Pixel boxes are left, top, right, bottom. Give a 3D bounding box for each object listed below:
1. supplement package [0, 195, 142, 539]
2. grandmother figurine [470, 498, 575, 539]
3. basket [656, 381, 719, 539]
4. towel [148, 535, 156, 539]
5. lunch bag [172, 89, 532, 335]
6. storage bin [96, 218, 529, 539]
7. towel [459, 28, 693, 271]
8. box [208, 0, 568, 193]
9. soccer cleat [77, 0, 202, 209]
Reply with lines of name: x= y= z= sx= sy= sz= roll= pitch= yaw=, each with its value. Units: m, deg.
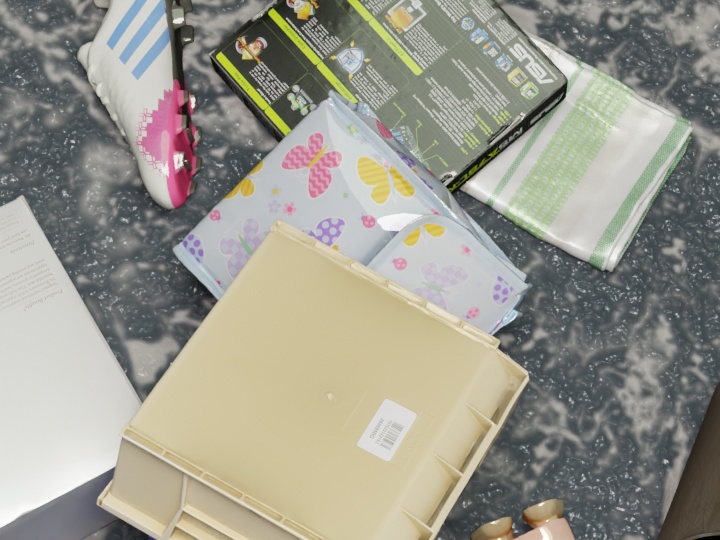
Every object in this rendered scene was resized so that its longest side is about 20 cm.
supplement package: x=-0.264 y=0.097 z=1.466 sx=0.191 sy=0.147 sz=0.200 roll=-27 pitch=74 yaw=-17
grandmother figurine: x=0.151 y=0.262 z=1.511 sx=0.121 sy=0.061 sz=0.200 roll=-23 pitch=74 yaw=12
basket: x=0.278 y=0.170 z=1.502 sx=0.136 sy=0.180 sz=0.200 roll=14 pitch=44 yaw=12
towel: x=-0.132 y=0.249 z=1.421 sx=0.024 sy=0.145 sz=0.200 roll=30 pitch=72 yaw=-28
lunch bag: x=0.000 y=0.000 z=1.529 sx=0.170 sy=0.127 sz=0.200 roll=-43 pitch=81 yaw=9
storage bin: x=-0.026 y=0.101 z=1.372 sx=0.198 sy=0.094 sz=0.200 roll=29 pitch=54 yaw=8
towel: x=0.141 y=-0.105 z=1.671 sx=0.200 sy=0.031 sz=0.149 roll=31 pitch=66 yaw=5
box: x=0.021 y=-0.147 z=1.641 sx=0.193 sy=0.048 sz=0.200 roll=-42 pitch=78 yaw=-4
soccer cleat: x=-0.167 y=-0.134 z=1.625 sx=0.086 sy=0.070 sz=0.200 roll=-7 pitch=66 yaw=6
